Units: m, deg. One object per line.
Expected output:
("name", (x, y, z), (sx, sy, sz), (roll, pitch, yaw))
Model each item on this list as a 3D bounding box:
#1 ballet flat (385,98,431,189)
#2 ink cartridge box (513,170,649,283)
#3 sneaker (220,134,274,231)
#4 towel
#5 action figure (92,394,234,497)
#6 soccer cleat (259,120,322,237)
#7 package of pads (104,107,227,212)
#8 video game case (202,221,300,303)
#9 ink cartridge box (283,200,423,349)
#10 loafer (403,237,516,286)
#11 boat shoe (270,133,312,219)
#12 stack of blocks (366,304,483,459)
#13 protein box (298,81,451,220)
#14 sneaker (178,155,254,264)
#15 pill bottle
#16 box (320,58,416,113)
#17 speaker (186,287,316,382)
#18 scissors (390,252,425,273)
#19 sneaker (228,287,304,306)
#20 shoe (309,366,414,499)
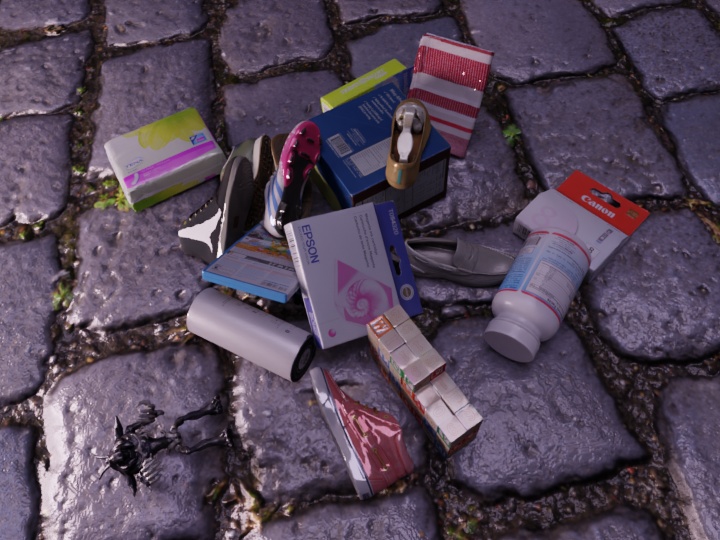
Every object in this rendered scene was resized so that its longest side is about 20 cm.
("ballet flat", (0.082, -0.226, 0.987), (0.068, 0.063, 0.201), (4, 59, 5))
("ink cartridge box", (0.393, -0.095, 1.056), (0.162, 0.057, 0.200), (39, 72, 24))
("sneaker", (-0.225, -0.162, 1.132), (0.089, 0.067, 0.201), (-3, 64, 24))
("towel", (0.159, -0.330, 1.140), (0.143, 0.201, 0.023), (22, 30, 17))
("action figure", (-0.289, 0.243, 0.854), (0.199, 0.102, 0.119), (-19, 70, -10))
("soccer cleat", (-0.127, -0.157, 1.017), (0.086, 0.070, 0.201), (17, 93, 46))
("package of pads", (-0.380, -0.223, 1.170), (0.199, 0.068, 0.155), (-27, 61, -14))
("video game case", (-0.144, -0.020, 0.979), (0.142, 0.018, 0.200), (15, 31, 13))
("ink cartridge box", (0.000, 0.000, 0.937), (0.199, 0.043, 0.198), (-17, 92, -23))
("loafer", (0.167, -0.019, 1.007), (0.199, 0.070, 0.070), (3, 58, 6))
("boat shoe", (-0.127, -0.159, 1.115), (0.073, 0.066, 0.201), (-5, 64, -4))
("stack of blocks", (0.090, 0.161, 0.872), (0.058, 0.115, 0.200), (-30, 61, -15))
("protein box", (0.026, -0.200, 1.091), (0.199, 0.135, 0.199), (-28, 60, -13))
("sneaker", (-0.254, -0.107, 1.034), (0.106, 0.075, 0.201), (18, 103, 18))
("pill bottle", (0.274, 0.038, 0.939), (0.108, 0.109, 0.200), (27, 68, 19))
("box", (0.021, -0.326, 1.179), (0.199, 0.122, 0.048), (-32, 59, -16))
("speaker", (-0.173, 0.099, 0.948), (0.199, 0.081, 0.081), (22, 62, 16))
("scissors", (0.019, -0.046, 1.019), (0.199, 0.074, 0.014), (16, 32, 26))
("sneaker", (-0.123, 0.003, 1.013), (0.199, 0.075, 0.087), (11, 53, 10))
("shoe", (0.000, 0.219, 0.871), (0.091, 0.072, 0.201), (-22, 64, -12))
